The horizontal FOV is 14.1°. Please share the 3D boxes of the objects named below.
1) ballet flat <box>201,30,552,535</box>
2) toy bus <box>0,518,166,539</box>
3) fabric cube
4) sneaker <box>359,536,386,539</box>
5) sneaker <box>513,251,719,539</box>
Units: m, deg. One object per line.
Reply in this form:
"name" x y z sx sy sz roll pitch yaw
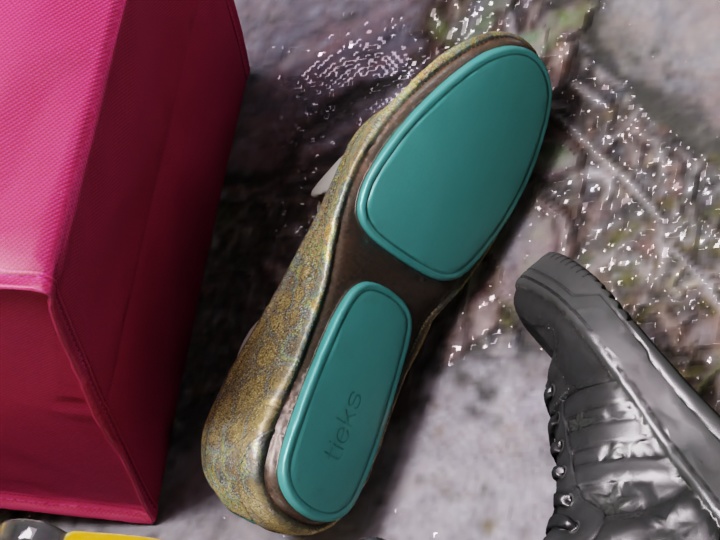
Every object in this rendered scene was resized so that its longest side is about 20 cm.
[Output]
"ballet flat" 0.000 0.000 1.040 0.071 0.071 0.200 13 70 39
"toy bus" -0.137 0.131 1.035 0.200 0.078 0.065 -3 62 33
"fabric cube" -0.163 -0.046 1.047 0.196 0.200 0.199 7 64 10
"sneaker" 0.040 0.167 0.891 0.090 0.078 0.200 -36 56 26
"sneaker" 0.079 0.085 0.932 0.104 0.060 0.200 -40 51 0
